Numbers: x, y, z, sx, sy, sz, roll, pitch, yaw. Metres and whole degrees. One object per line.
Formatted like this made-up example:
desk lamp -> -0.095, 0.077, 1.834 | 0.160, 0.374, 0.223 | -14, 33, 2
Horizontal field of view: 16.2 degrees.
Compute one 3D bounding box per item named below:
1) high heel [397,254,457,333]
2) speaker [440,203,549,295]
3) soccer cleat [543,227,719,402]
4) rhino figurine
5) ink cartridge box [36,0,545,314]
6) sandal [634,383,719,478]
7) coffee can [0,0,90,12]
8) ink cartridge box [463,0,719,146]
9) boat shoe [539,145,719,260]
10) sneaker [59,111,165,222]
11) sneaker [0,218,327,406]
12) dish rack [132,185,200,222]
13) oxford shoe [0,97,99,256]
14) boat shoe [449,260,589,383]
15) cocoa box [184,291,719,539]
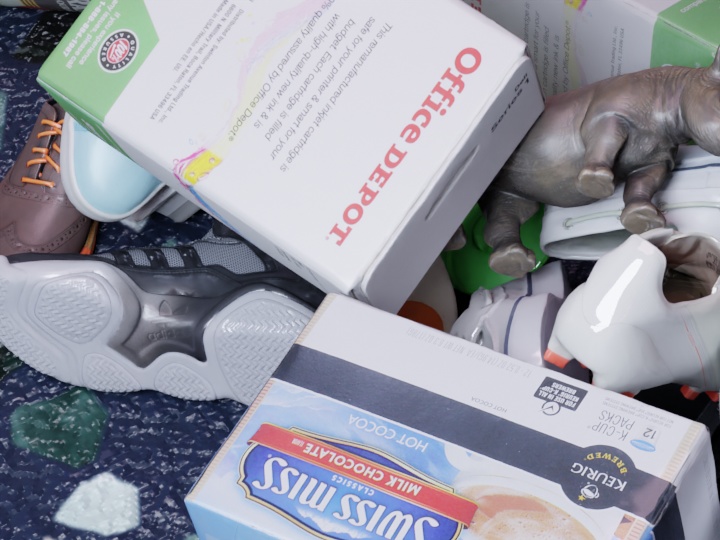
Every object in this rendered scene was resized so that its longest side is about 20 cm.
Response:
high heel -> 0.000, 0.000, 1.303 | 0.096, 0.067, 0.201 | -9, 63, 45
speaker -> 0.032, -0.071, 1.401 | 0.088, 0.089, 0.200 | -21, 43, -17
soccer cleat -> 0.153, 0.017, 1.173 | 0.069, 0.078, 0.200 | 40, 19, 21
rhino figurine -> 0.128, -0.062, 1.241 | 0.199, 0.060, 0.088 | -17, 42, 26
ink cartridge box -> -0.031, -0.088, 1.222 | 0.199, 0.084, 0.145 | 34, 83, 19
sandal -> 0.150, 0.075, 1.250 | 0.199, 0.043, 0.076 | -31, 47, -27
coffee can -> -0.207, -0.236, 1.573 | 0.198, 0.147, 0.147 | 6, 42, 13
ink cartridge box -> 0.144, -0.113, 1.390 | 0.087, 0.146, 0.200 | -31, 46, -33
boat shoe -> 0.181, -0.024, 1.271 | 0.199, 0.073, 0.067 | 3, 67, 39
sneaker -> -0.098, -0.118, 1.327 | 0.074, 0.201, 0.082 | 26, -2, -13
sneaker -> -0.099, 0.006, 1.338 | 0.199, 0.076, 0.114 | 10, 42, 9
dish rack -> -0.054, -0.123, 1.407 | 0.043, 0.172, 0.201 | 26, 64, -16
oxford shoe -> -0.175, -0.053, 1.413 | 0.071, 0.073, 0.200 | 12, 44, 18
boat shoe -> 0.075, 0.045, 1.241 | 0.065, 0.074, 0.200 | -15, 4, 9
cocoa box -> 0.045, 0.124, 1.125 | 0.199, 0.134, 0.131 | 20, 57, 26
